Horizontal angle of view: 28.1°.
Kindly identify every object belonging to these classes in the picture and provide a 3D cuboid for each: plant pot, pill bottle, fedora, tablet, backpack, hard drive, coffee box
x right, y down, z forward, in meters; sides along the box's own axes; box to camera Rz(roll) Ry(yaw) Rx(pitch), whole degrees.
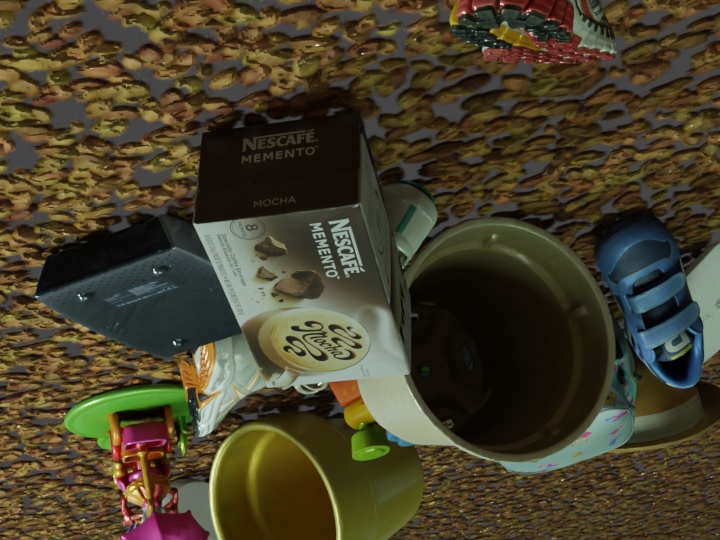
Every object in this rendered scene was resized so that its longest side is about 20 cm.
[{"bbox_3d":[0.088,0.073,1.242,0.199,0.202,0.183,-3,169,-22],"label":"plant pot"},{"bbox_3d":[-0.222,0.326,1.777,0.111,0.113,0.200,-2,156,-23],"label":"pill bottle"},{"bbox_3d":[0.294,0.127,1.551,0.199,0.083,0.201,-10,-164,3],"label":"fedora"},{"bbox_3d":[0.345,0.038,1.430,0.130,0.014,0.199,-46,148,15],"label":"tablet"},{"bbox_3d":[-0.035,0.247,1.593,0.200,0.202,0.188,-30,167,39],"label":"plant pot"},{"bbox_3d":[0.190,0.115,1.424,0.175,0.155,0.200,-22,164,12],"label":"backpack"},{"bbox_3d":[-0.152,0.014,1.131,0.134,0.043,0.200,-18,158,17],"label":"hard drive"},{"bbox_3d":[-0.035,-0.008,0.997,0.112,0.080,0.201,-5,143,9],"label":"coffee box"}]

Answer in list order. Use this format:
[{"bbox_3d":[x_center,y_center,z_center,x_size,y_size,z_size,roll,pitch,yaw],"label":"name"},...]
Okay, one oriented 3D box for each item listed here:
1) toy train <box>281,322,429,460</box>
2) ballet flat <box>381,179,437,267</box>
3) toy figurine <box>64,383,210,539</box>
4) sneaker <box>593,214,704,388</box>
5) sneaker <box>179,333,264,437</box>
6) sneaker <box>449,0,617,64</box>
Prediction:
[{"bbox_3d":[-0.002,0.135,1.410,0.084,0.117,0.199,9,150,-42],"label":"toy train"},{"bbox_3d":[0.000,0.000,1.134,0.069,0.070,0.200,-2,155,-23],"label":"ballet flat"},{"bbox_3d":[-0.215,0.234,1.454,0.149,0.186,0.200,-6,159,-15],"label":"toy figurine"},{"bbox_3d":[0.267,0.029,1.285,0.073,0.083,0.200,-27,135,6],"label":"sneaker"},{"bbox_3d":[-0.112,0.096,1.320,0.091,0.076,0.200,-10,160,-17],"label":"sneaker"},{"bbox_3d":[0.101,-0.159,0.790,0.077,0.083,0.200,2,180,14],"label":"sneaker"}]
